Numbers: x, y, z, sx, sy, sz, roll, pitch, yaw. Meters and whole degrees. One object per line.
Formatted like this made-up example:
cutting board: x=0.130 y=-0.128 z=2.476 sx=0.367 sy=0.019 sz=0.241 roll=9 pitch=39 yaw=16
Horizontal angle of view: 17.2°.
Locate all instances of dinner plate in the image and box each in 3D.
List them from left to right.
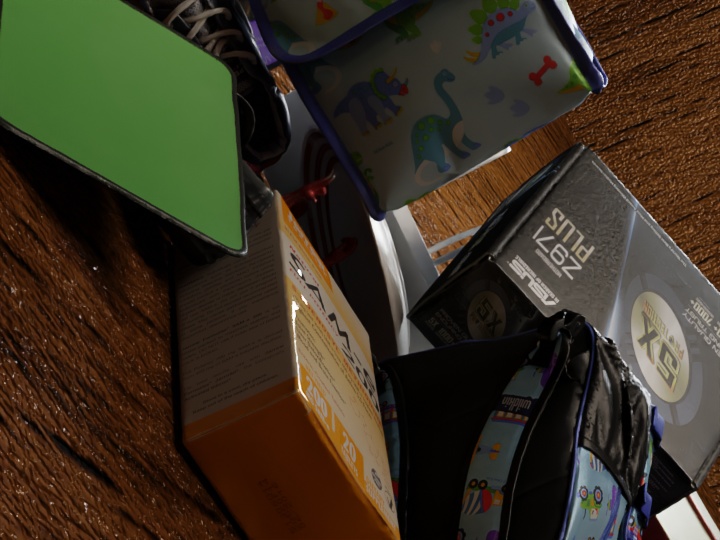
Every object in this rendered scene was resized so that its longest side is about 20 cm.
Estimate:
dinner plate: x=0.000 y=0.000 z=1.572 sx=0.200 sy=0.024 sz=0.200 roll=164 pitch=-90 yaw=-77

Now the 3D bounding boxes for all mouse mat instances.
mouse mat: x=-0.129 y=-0.096 z=1.278 sx=0.161 sy=0.008 sz=0.200 roll=30 pitch=27 yaw=-24

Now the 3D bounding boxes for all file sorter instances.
file sorter: x=0.035 y=-0.052 z=1.669 sx=0.139 sy=0.124 sz=0.200 roll=-21 pitch=-85 yaw=61

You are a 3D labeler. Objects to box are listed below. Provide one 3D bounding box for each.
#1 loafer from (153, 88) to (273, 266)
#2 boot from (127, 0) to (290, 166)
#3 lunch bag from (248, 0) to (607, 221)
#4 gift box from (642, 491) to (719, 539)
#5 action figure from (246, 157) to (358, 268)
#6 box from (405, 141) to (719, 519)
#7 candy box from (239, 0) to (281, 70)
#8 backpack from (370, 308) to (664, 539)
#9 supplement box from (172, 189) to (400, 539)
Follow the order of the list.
loafer: x=-0.094 y=-0.080 z=1.394 sx=0.068 sy=0.070 sz=0.201 roll=53 pitch=9 yaw=-39
boot: x=-0.095 y=-0.154 z=1.488 sx=0.090 sy=0.073 sz=0.200 roll=51 pitch=-7 yaw=38
lunch bag: x=0.034 y=-0.158 z=1.478 sx=0.200 sy=0.170 sz=0.127 roll=60 pitch=9 yaw=-1
gift box: x=0.141 y=0.186 z=1.678 sx=0.200 sy=0.184 sz=0.187 roll=64 pitch=16 yaw=6
action figure: x=-0.040 y=-0.034 z=1.520 sx=0.065 sy=0.099 sz=0.200 roll=61 pitch=14 yaw=-17
box: x=0.152 y=0.043 z=1.544 sx=0.200 sy=0.086 sz=0.164 roll=48 pitch=40 yaw=-4
candy box: x=-0.080 y=-0.226 z=1.547 sx=0.200 sy=0.168 sz=0.072 roll=53 pitch=15 yaw=-47
backpack: x=0.077 y=0.144 z=1.393 sx=0.135 sy=0.182 sz=0.200 roll=45 pitch=43 yaw=-40
supplement box: x=-0.043 y=0.064 z=1.337 sx=0.126 sy=0.073 sz=0.200 roll=58 pitch=12 yaw=-33
